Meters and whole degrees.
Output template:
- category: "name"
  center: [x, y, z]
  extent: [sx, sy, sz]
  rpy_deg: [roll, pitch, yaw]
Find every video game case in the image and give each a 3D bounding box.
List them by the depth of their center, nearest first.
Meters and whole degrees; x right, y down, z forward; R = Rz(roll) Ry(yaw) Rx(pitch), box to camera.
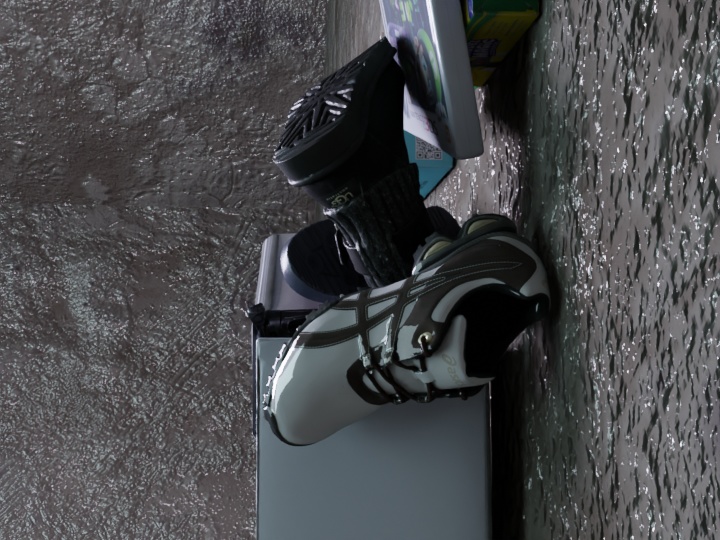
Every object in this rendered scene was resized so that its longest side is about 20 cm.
- category: "video game case"
  center: [0.038, -0.188, 0.765]
  extent: [0.182, 0.023, 0.200]
  rpy_deg: [-126, 24, -73]

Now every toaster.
- category: "toaster"
  center: [-0.011, 0.063, 0.987]
  extent: [0.200, 0.180, 0.119]
  rpy_deg: [95, 175, -45]

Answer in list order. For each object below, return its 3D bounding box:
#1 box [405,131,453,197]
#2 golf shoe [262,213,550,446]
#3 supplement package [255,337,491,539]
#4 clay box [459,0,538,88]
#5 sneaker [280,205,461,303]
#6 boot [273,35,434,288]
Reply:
- category: "box"
  center: [0.050, -0.122, 1.065]
  extent: [0.200, 0.049, 0.083]
  rpy_deg: [135, 135, -83]
- category: "golf shoe"
  center: [0.026, 0.048, 0.652]
  extent: [0.078, 0.200, 0.095]
  rpy_deg: [46, -172, -30]
- category: "supplement package"
  center: [0.013, 0.149, 0.755]
  extent: [0.111, 0.155, 0.201]
  rpy_deg: [40, -131, -79]
- category: "clay box"
  center: [0.078, -0.204, 0.771]
  extent: [0.200, 0.047, 0.115]
  rpy_deg: [139, 130, -82]
- category: "sneaker"
  center: [0.000, 0.000, 0.844]
  extent: [0.082, 0.200, 0.070]
  rpy_deg: [-31, 75, 39]
- category: "boot"
  center: [0.018, -0.062, 0.773]
  extent: [0.158, 0.079, 0.211]
  rpy_deg: [52, -150, -21]
